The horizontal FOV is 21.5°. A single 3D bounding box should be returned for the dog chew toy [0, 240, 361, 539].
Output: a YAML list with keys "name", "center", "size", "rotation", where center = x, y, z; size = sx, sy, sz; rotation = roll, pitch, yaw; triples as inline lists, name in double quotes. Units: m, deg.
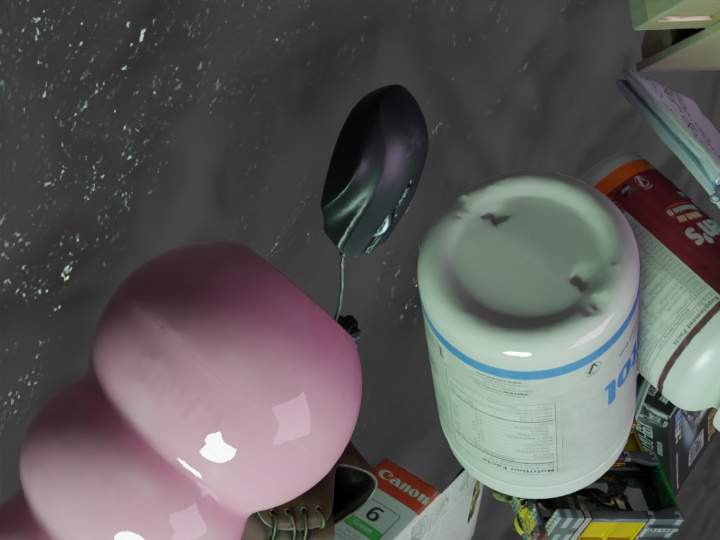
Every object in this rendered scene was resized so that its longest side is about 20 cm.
- name: "dog chew toy"
  center: [-0.092, 0.085, 0.838]
  size: [0.200, 0.124, 0.125]
  rotation: [-49, 156, -4]

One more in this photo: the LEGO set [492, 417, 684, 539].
- name: "LEGO set"
  center: [0.124, 0.147, 1.314]
  size: [0.116, 0.200, 0.154]
  rotation: [5, 145, -25]

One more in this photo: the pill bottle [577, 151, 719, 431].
- name: "pill bottle"
  center: [0.216, 0.022, 1.262]
  size: [0.109, 0.200, 0.110]
  rotation: [-38, 157, -19]

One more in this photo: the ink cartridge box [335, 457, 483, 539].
- name: "ink cartridge box"
  center: [0.009, 0.188, 1.250]
  size: [0.200, 0.050, 0.109]
  rotation: [-41, 151, -40]

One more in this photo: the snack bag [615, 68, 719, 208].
- name: "snack bag"
  center: [0.265, -0.053, 1.313]
  size: [0.021, 0.200, 0.188]
  rotation: [-42, 161, 16]

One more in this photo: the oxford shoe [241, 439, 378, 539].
- name: "oxford shoe"
  center: [-0.056, 0.126, 0.999]
  size: [0.200, 0.084, 0.073]
  rotation: [-24, 140, -52]

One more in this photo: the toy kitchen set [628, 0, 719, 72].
- name: "toy kitchen set"
  center: [0.245, -0.236, 1.228]
  size: [0.199, 0.181, 0.163]
  rotation: [-5, 171, -25]

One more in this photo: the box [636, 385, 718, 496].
- name: "box"
  center: [0.310, 0.104, 1.765]
  size: [0.158, 0.050, 0.200]
  rotation: [-52, 156, -18]

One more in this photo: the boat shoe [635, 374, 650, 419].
- name: "boat shoe"
  center: [0.224, 0.064, 1.513]
  size: [0.070, 0.071, 0.201]
  rotation: [-1, 118, -64]

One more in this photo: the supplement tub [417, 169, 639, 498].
- name: "supplement tub"
  center: [0.106, 0.042, 1.171]
  size: [0.132, 0.132, 0.200]
  rotation: [-51, 155, -20]

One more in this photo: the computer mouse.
- name: "computer mouse"
  center: [0.000, 0.000, 0.994]
  size: [0.059, 0.034, 0.201]
  rotation: [-23, 130, -56]
